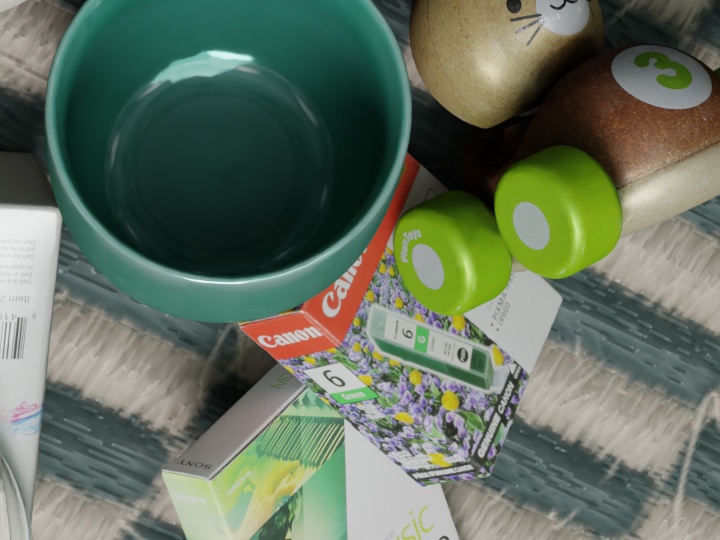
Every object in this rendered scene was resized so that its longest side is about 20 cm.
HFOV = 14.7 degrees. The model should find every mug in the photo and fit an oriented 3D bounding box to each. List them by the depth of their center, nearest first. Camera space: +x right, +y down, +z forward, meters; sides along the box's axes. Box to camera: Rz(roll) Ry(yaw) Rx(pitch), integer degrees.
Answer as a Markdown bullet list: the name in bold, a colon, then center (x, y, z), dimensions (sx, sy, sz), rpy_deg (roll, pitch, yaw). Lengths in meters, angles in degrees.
- **mug**: center (-0.044, -0.060, 1.201), dimensions (0.185, 0.114, 0.152), rpy_deg (-22, 79, -10)

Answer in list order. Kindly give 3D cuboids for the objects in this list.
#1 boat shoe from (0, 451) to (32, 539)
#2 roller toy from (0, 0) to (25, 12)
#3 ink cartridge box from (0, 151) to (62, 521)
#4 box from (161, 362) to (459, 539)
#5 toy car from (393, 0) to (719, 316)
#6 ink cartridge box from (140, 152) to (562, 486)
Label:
- **boat shoe**: center (-0.188, 0.077, 1.195), dimensions (0.071, 0.070, 0.200), rpy_deg (-18, 116, -9)
- **roller toy**: center (-0.186, -0.196, 1.139), dimensions (0.182, 0.140, 0.200), rpy_deg (39, 97, -27)
- **ink cartridge box**: center (-0.220, 0.048, 1.261), dimensions (0.145, 0.088, 0.200), rpy_deg (1, 110, -18)
- **box**: center (-0.012, 0.139, 1.351), dimensions (0.144, 0.036, 0.200), rpy_deg (-44, 125, -39)
- **toy car**: center (0.082, -0.106, 1.269), dimensions (0.164, 0.158, 0.200), rpy_deg (-25, 92, -35)
- **ink cartridge box**: center (0.000, 0.000, 1.301), dimensions (0.200, 0.050, 0.109), rpy_deg (42, 56, -28)
